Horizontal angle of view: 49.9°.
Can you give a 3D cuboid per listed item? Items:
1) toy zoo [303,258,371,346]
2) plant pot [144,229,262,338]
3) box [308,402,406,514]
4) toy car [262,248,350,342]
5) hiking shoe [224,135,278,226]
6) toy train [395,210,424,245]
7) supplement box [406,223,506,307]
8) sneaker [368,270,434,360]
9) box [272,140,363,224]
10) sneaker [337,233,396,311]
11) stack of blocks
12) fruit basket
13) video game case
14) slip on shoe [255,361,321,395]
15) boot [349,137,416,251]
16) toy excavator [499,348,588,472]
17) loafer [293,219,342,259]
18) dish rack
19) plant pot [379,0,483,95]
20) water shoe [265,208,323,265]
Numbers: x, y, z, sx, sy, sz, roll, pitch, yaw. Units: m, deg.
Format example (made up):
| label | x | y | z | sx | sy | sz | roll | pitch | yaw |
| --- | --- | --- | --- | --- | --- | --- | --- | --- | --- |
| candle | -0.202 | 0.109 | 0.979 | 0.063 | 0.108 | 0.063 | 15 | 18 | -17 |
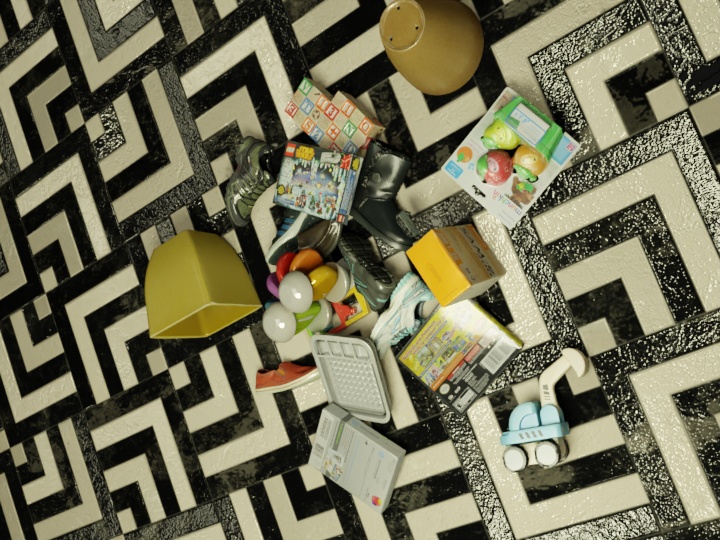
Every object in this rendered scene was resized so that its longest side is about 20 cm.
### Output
| label | x | y | z | sx | sy | sz | roll | pitch | yaw |
| --- | --- | --- | --- | --- | --- | --- | --- | --- | --- |
| toy zoo | -0.059 | 0.065 | 1.688 | 0.198 | 0.020 | 0.133 | -31 | 79 | 26 |
| plant pot | -0.375 | 0.024 | 1.762 | 0.192 | 0.194 | 0.204 | -27 | 75 | 26 |
| box | -0.011 | 0.400 | 1.653 | 0.198 | 0.041 | 0.159 | 29 | 119 | 25 |
| toy car | -0.131 | 0.043 | 1.606 | 0.150 | 0.173 | 0.202 | 46 | 123 | 23 |
| hiking shoe | -0.240 | -0.195 | 1.736 | 0.099 | 0.075 | 0.205 | 15 | 99 | 29 |
| toy train | 0.132 | -0.035 | 1.537 | 0.034 | 0.046 | 0.201 | -38 | 101 | -10 |
| supplement box | 0.184 | -0.014 | 1.456 | 0.073 | 0.199 | 0.127 | -40 | 77 | 26 |
| sneaker | 0.083 | 0.108 | 1.587 | 0.085 | 0.077 | 0.203 | 32 | 107 | 18 |
| box | -0.092 | -0.185 | 1.603 | 0.197 | 0.039 | 0.140 | 18 | 95 | 40 |
| sneaker | 0.000 | 0.000 | 1.607 | 0.201 | 0.074 | 0.080 | 56 | 139 | 40 |
| stack of blocks | -0.056 | -0.321 | 1.642 | 0.200 | 0.058 | 0.116 | 45 | 111 | 18 |
| fruit basket | 0.277 | -0.213 | 1.442 | 0.185 | 0.094 | 0.200 | 43 | 91 | 18 |
| video game case | 0.194 | 0.161 | 1.539 | 0.180 | 0.025 | 0.201 | 40 | 110 | 6 |
| slip on shoe | -0.159 | 0.233 | 1.725 | 0.197 | 0.074 | 0.063 | -16 | 83 | 32 |
| boot | 0.064 | -0.156 | 1.578 | 0.199 | 0.076 | 0.171 | 38 | 113 | 27 |
| toy excavator | 0.346 | 0.262 | 1.455 | 0.191 | 0.099 | 0.205 | -16 | 77 | 26 |
| loafer | -0.101 | -0.057 | 1.647 | 0.070 | 0.074 | 0.201 | 25 | 122 | -18 |
| dish rack | -0.014 | 0.217 | 1.620 | 0.169 | 0.043 | 0.204 | 2 | 117 | 38 |
| plant pot | 0.115 | -0.444 | 1.468 | 0.183 | 0.199 | 0.191 | 2 | 94 | 28 |
| water shoe | -0.143 | -0.095 | 1.709 | 0.200 | 0.071 | 0.080 | -46 | 46 | 23 |
